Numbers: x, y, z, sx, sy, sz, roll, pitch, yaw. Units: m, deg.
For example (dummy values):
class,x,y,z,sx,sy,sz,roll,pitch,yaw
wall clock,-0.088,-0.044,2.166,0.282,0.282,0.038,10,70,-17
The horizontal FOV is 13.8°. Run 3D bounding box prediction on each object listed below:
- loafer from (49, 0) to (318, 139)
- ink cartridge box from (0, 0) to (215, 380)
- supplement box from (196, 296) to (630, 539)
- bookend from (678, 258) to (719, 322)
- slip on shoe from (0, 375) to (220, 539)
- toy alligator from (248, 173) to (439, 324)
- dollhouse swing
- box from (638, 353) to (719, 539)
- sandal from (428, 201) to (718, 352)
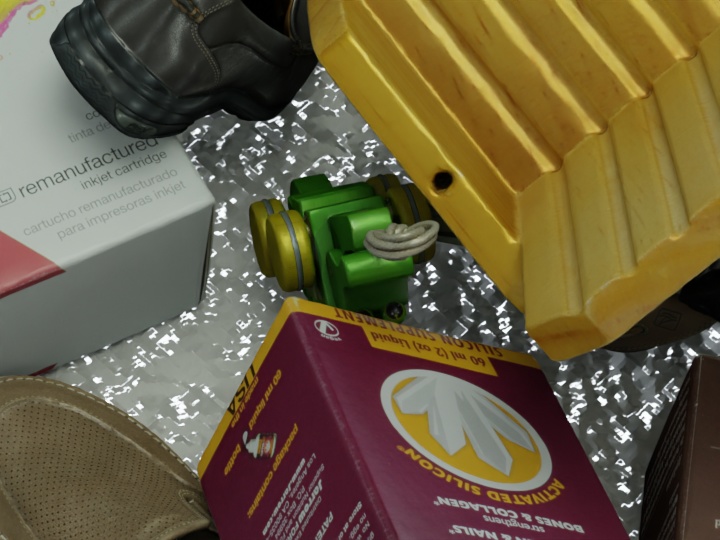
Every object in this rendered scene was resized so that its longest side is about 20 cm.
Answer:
class,x,y,z,sx,sy,sz,roll,pitch,yaw
loafer,-0.044,-0.101,1.152,0.073,0.072,0.200,49,22,1
ink cartridge box,-0.167,-0.056,1.155,0.146,0.083,0.200,-24,65,-20
supplement box,0.028,0.108,1.022,0.110,0.086,0.200,14,30,-27
bookend,0.221,-0.064,1.051,0.092,0.200,0.199,27,80,-11
slip on shoe,-0.075,0.105,1.085,0.076,0.061,0.200,-33,69,-24
toy alligator,0.000,0.000,1.112,0.059,0.200,0.054,-13,100,-10
dollhouse swing,0.085,-0.095,1.009,0.200,0.176,0.182,-39,88,14
box,0.135,0.142,1.068,0.075,0.100,0.200,12,59,0
sandal,0.113,0.007,1.164,0.200,0.057,0.080,17,17,-3
